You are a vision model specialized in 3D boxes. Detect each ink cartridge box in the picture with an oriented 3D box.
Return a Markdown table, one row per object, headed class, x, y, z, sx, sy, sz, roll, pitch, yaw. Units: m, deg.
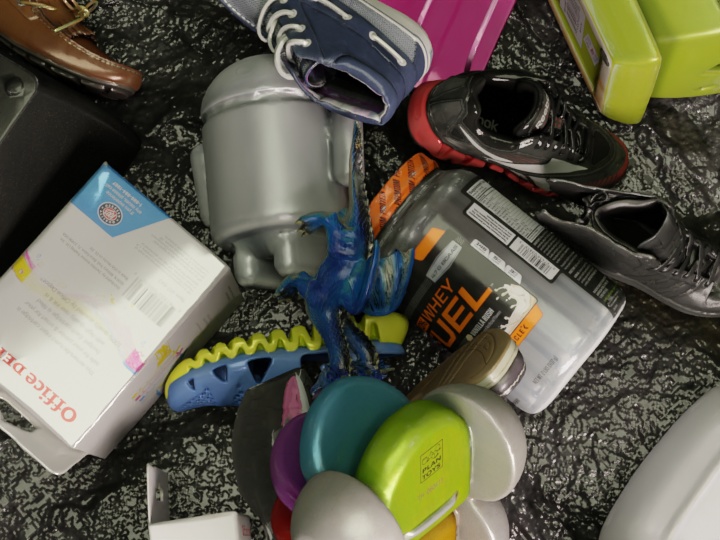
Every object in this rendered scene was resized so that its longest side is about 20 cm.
| class | x | y | z | sx | sy | sz | roll | pitch | yaw |
| --- | --- | --- | --- | --- | --- | --- | --- | --- | --- |
| ink cartridge box | -0.112 | 0.242 | 0.945 | 0.067 | 0.117 | 0.201 | -7 | 79 | -2 |
| ink cartridge box | -0.206 | 0.045 | 0.983 | 0.128 | 0.125 | 0.200 | 40 | 81 | 8 |

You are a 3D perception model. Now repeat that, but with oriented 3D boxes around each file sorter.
| class | x | y | z | sx | sy | sz | roll | pitch | yaw |
| --- | --- | --- | --- | --- | --- | --- | --- | --- | --- |
| file sorter | 0.026 | -0.247 | 1.045 | 0.199 | 0.125 | 0.139 | 24 | 79 | 5 |

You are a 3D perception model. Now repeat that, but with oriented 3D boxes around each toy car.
| class | x | y | z | sx | sy | sz | roll | pitch | yaw |
| --- | --- | --- | --- | --- | --- | --- | --- | --- | --- |
| toy car | 0.006 | 0.153 | 0.842 | 0.150 | 0.201 | 0.175 | 33 | 47 | 31 |

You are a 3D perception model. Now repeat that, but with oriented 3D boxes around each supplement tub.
| class | x | y | z | sx | sy | sz | roll | pitch | yaw |
| --- | --- | --- | --- | --- | --- | --- | --- | --- | --- |
| supplement tub | 0.095 | 0.006 | 0.993 | 0.200 | 0.123 | 0.123 | 38 | 81 | 8 |

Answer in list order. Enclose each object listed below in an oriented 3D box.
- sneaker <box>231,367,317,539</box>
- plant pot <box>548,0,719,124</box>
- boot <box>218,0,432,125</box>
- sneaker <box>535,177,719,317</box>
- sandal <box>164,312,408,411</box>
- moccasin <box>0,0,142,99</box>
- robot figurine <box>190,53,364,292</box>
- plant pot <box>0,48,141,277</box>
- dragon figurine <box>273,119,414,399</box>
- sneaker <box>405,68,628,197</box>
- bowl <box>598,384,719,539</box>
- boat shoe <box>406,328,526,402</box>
| class | x | y | z | sx | sy | sz | roll | pitch | yaw |
| --- | --- | --- | --- | --- | --- | --- | --- | --- | --- |
| sneaker | -0.037 | 0.170 | 0.971 | 0.080 | 0.086 | 0.201 | -1 | 99 | 38 |
| plant pot | 0.248 | -0.238 | 1.011 | 0.181 | 0.200 | 0.200 | -23 | 79 | 3 |
| boot | -0.046 | -0.184 | 0.957 | 0.199 | 0.073 | 0.090 | 26 | 43 | 6 |
| sneaker | 0.232 | -0.018 | 1.006 | 0.199 | 0.104 | 0.060 | 19 | 78 | 4 |
| sandal | -0.054 | 0.089 | 1.001 | 0.199 | 0.079 | 0.087 | -10 | 82 | -1 |
| moccasin | -0.264 | -0.211 | 1.070 | 0.201 | 0.074 | 0.078 | 33 | 88 | 17 |
| robot figurine | -0.068 | -0.086 | 1.017 | 0.169 | 0.113 | 0.201 | -12 | 77 | 30 |
| plant pot | -0.317 | -0.096 | 0.988 | 0.200 | 0.177 | 0.200 | 30 | 79 | 7 |
| dragon figurine | 0.000 | 0.000 | 0.929 | 0.099 | 0.059 | 0.201 | 28 | 101 | 32 |
| sneaker | 0.140 | -0.109 | 1.007 | 0.200 | 0.098 | 0.071 | 15 | 74 | -23 |
| bowl | 0.308 | 0.201 | 0.976 | 0.200 | 0.075 | 0.200 | 39 | 80 | 9 |
| boat shoe | 0.079 | 0.100 | 0.940 | 0.065 | 0.200 | 0.072 | 41 | 62 | -2 |
